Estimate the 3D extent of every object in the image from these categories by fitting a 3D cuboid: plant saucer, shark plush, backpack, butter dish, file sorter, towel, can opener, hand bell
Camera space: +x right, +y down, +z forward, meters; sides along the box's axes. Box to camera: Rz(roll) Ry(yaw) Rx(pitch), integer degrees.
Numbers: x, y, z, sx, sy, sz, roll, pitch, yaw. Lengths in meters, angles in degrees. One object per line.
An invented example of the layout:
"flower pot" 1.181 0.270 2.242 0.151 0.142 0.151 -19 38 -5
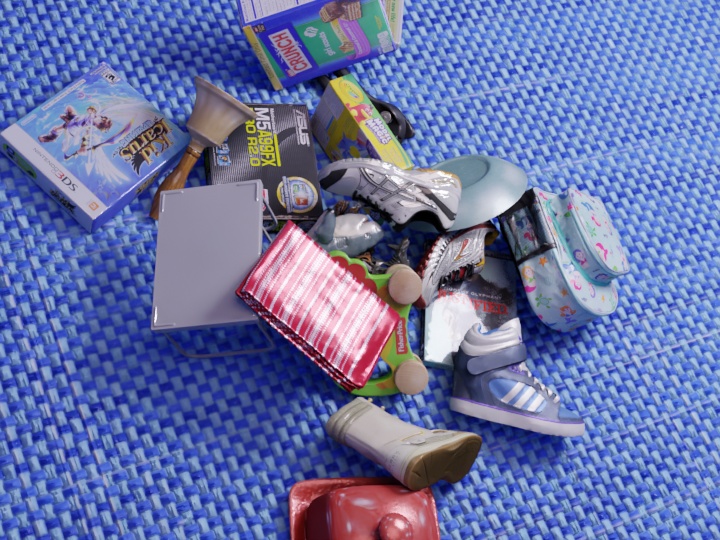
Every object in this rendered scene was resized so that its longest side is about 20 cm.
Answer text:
"plant saucer" 0.142 -0.125 1.648 0.200 0.039 0.201 -15 29 8
"shark plush" -0.058 -0.003 1.537 0.083 0.091 0.200 41 78 -6
"backpack" 0.300 -0.016 1.642 0.177 0.150 0.201 12 61 -54
"butter dish" 0.024 0.336 1.381 0.199 0.148 0.200 3 63 -17
"file sorter" -0.183 0.004 1.485 0.138 0.125 0.201 -6 62 10
"towel" -0.048 0.044 1.424 0.200 0.022 0.145 41 50 -10
"can opener" -0.004 -0.261 1.744 0.200 0.079 0.063 40 95 10
"hand bell" -0.239 -0.159 1.572 0.104 0.104 0.200 32 91 1

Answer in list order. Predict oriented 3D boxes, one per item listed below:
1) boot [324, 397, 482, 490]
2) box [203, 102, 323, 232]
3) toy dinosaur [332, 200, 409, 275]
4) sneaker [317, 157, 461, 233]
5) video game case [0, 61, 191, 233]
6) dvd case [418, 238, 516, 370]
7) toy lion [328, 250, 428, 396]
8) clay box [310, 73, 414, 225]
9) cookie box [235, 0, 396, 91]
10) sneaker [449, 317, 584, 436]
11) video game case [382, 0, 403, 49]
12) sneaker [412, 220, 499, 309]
"boot" 0.061 0.222 1.488 0.154 0.072 0.200 24 12 31
"box" -0.145 -0.151 1.642 0.160 0.044 0.201 -1 64 -16
"toy dinosaur" 0.000 0.000 1.598 0.135 0.102 0.201 -1 92 -2
"sneaker" 0.039 -0.099 1.540 0.199 0.076 0.088 7 78 -2
"video game case" -0.370 -0.177 1.585 0.181 0.045 0.200 42 59 5
"dvd case" 0.159 0.055 1.644 0.145 0.022 0.201 11 59 -12
"toy lion" -0.011 0.072 1.519 0.191 0.069 0.201 -6 100 -4
"clay box" 0.006 -0.175 1.661 0.047 0.115 0.200 -26 74 -30
"cookie box" -0.064 -0.367 1.668 0.199 0.171 0.075 -17 64 7
"sneaker" 0.228 0.143 1.561 0.199 0.081 0.147 13 86 -5
"video game case" -0.016 -0.465 1.861 0.181 0.022 0.201 12 60 -11
"sneaker" 0.137 -0.017 1.618 0.082 0.078 0.200 36 58 3
